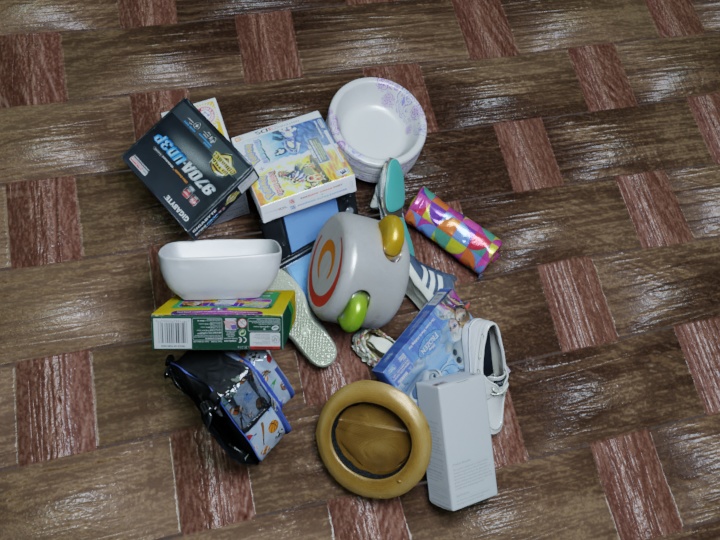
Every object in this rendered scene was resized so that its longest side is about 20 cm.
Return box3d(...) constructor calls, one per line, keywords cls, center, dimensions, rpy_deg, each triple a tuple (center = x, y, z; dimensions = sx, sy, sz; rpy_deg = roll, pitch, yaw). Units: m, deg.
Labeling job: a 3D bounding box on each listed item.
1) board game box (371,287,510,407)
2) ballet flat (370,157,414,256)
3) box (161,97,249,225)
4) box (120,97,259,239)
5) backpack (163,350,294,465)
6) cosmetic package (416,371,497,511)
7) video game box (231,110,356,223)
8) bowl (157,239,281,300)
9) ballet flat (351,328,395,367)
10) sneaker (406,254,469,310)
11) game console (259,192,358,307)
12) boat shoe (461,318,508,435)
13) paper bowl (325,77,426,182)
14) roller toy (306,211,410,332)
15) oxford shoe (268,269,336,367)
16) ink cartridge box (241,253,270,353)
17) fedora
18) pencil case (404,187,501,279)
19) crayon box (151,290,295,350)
box3d(cls="board game box", center=(0.144, 0.174, 1.263), dimensions=(0.200, 0.043, 0.200), rpy_deg=(-47, 111, -23))
box3d(cls="ballet flat", center=(0.051, -0.106, 1.366), dimensions=(0.070, 0.072, 0.206), rpy_deg=(-12, 101, -14))
box3d(cls="box", center=(-0.288, -0.200, 1.361), dimensions=(0.110, 0.102, 0.204), rpy_deg=(-18, 71, -10))
box3d(cls="box", center=(-0.295, -0.179, 1.268), dimensions=(0.159, 0.046, 0.200), rpy_deg=(-43, 72, -7))
box3d(cls="backpack", center=(-0.195, 0.204, 1.164), dimensions=(0.153, 0.194, 0.198), rpy_deg=(-34, 31, -22))
box3d(cls="cosmetic package", center=(0.158, 0.278, 1.203), dimensions=(0.099, 0.073, 0.206), rpy_deg=(-7, 91, -30))
box3d(cls="video game box", center=(-0.124, -0.194, 1.325), dimensions=(0.178, 0.047, 0.202), rpy_deg=(-21, 52, -10))
box3d(cls="bowl", center=(-0.227, -0.002, 1.188), dimensions=(0.194, 0.200, 0.077), rpy_deg=(-1, 99, -10))
box3d(cls="ballet flat", center=(0.071, 0.166, 1.290), dimensions=(0.197, 0.064, 0.077), rpy_deg=(29, 66, 3))
box3d(cls="sneaker", center=(0.125, 0.016, 1.342), dimensions=(0.084, 0.075, 0.201), rpy_deg=(-43, 102, -22))
box3d(cls="game console", center=(-0.063, -0.047, 1.333), dimensions=(0.197, 0.173, 0.118), rpy_deg=(-30, 48, -19))
box3d(cls="boat shoe", center=(0.222, 0.184, 1.244), dimensions=(0.070, 0.065, 0.206), rpy_deg=(-6, 93, -31))
box3d(cls="paper bowl", center=(0.026, -0.266, 1.436), dimensions=(0.195, 0.105, 0.206), rpy_deg=(5, 65, -11))
box3d(cls="roller toy", center=(0.000, 0.000, 1.256), dimensions=(0.137, 0.182, 0.206), rpy_deg=(11, 91, -26))
box3d(cls="oxford shoe", center=(-0.112, 0.086, 1.292), dimensions=(0.075, 0.058, 0.202), rpy_deg=(-37, 85, -6))
box3d(cls="ink cartridge box", center=(-0.223, 0.085, 1.275), dimensions=(0.113, 0.068, 0.205), rpy_deg=(-13, 70, -14))
box3d(cls="fedora", center=(0.027, 0.274, 1.213), dimensions=(0.195, 0.082, 0.207), rpy_deg=(0, 91, 15))
box3d(cls="pencil case", center=(0.178, -0.074, 1.399), dimensions=(0.198, 0.089, 0.089), rpy_deg=(37, 67, 6))
box3d(cls="crayon box", center=(-0.206, 0.075, 1.142), dimensions=(0.194, 0.173, 0.060), rpy_deg=(0, 99, 1))
